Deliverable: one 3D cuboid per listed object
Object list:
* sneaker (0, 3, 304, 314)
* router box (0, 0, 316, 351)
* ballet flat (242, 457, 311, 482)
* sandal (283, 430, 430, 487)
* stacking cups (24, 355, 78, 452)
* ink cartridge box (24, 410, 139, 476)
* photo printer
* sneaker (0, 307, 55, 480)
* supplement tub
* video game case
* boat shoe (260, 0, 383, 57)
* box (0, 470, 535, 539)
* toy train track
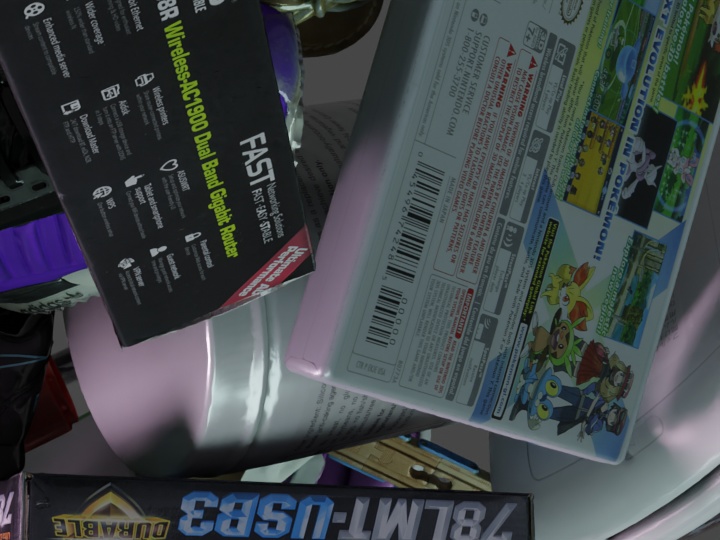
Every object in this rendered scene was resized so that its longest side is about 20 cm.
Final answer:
[{"bbox_3d":[-0.104,-0.035,0.697,0.099,0.070,0.200,13,153,-38],"label":"sneaker"},{"bbox_3d":[-0.072,-0.089,0.551,0.062,0.150,0.200,-22,157,-6],"label":"router box"},{"bbox_3d":[-0.014,0.039,0.991,0.200,0.070,0.069,-39,153,30],"label":"ballet flat"},{"bbox_3d":[-0.051,0.119,1.091,0.202,0.083,0.050,-34,150,21],"label":"sandal"},{"bbox_3d":[-0.215,0.088,0.898,0.199,0.061,0.061,-27,156,-2],"label":"stacking cups"},{"bbox_3d":[-0.115,0.176,1.028,0.146,0.084,0.200,-28,125,10],"label":"ink cartridge box"},{"bbox_3d":[0.126,0.026,0.923,0.069,0.200,0.166,34,123,-26],"label":"photo printer"},{"bbox_3d":[-0.194,0.022,0.790,0.200,0.075,0.080,21,100,-49],"label":"sneaker"},{"bbox_3d":[0.000,0.000,0.829,0.199,0.132,0.132,-9,152,-31],"label":"supplement tub"},{"bbox_3d":[0.064,-0.044,0.745,0.022,0.201,0.182,14,176,40],"label":"video game case"},{"bbox_3d":[-0.021,-0.113,0.659,0.073,0.063,0.201,-22,156,-7],"label":"boat shoe"},{"bbox_3d":[-0.064,0.110,0.835,0.199,0.050,0.198,4,170,-25],"label":"box"},{"bbox_3d":[-0.006,0.065,0.958,0.199,0.033,0.115,26,119,-5],"label":"toy train track"}]
